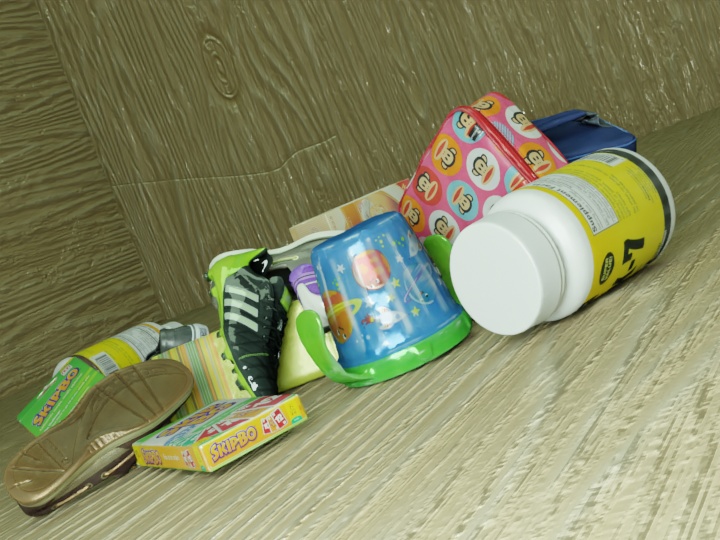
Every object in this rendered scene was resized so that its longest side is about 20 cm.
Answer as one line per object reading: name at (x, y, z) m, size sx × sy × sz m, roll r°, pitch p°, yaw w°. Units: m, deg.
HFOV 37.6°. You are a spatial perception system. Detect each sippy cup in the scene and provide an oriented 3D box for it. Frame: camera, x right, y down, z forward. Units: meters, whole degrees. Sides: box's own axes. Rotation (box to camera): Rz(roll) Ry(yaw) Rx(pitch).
sippy cup at (0.019, 0.020, 0.987) m, size 0.138 × 0.132 × 0.178 m, roll -22°, pitch 6°, yaw 13°

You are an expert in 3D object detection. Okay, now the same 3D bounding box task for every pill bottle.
pill bottle at (-0.325, 0.142, 1.486) m, size 0.108 × 0.111 × 0.199 m, roll -19°, pitch 5°, yaw 42°
pill bottle at (0.173, -0.026, 0.905) m, size 0.199 × 0.116 × 0.114 m, roll -26°, pitch 5°, yaw -39°

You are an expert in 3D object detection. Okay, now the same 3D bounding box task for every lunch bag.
lunch bag at (0.138, -0.066, 1.114) m, size 0.081 × 0.177 × 0.201 m, roll -28°, pitch -20°, yaw -36°
lunch bag at (0.226, -0.109, 1.212) m, size 0.198 × 0.134 × 0.136 m, roll -18°, pitch 31°, yaw -22°

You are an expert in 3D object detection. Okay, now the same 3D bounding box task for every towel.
towel at (-0.120, 0.098, 1.120) m, size 0.198 × 0.087 × 0.018 m, roll -22°, pitch -9°, yaw 6°

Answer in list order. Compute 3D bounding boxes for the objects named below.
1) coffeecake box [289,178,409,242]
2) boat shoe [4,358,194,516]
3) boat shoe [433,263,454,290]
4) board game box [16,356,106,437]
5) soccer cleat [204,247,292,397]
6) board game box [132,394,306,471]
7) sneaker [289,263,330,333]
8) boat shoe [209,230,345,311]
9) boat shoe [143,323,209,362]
coffeecake box at (0.014, -0.022, 1.440) m, size 0.072 × 0.155 × 0.199 m, roll -18°, pitch 6°, yaw 40°
boat shoe at (-0.242, 0.162, 1.008) m, size 0.199 × 0.072 × 0.072 m, roll -40°, pitch -28°, yaw -26°
boat shoe at (0.092, 0.020, 1.103) m, size 0.198 × 0.066 × 0.073 m, roll -20°, pitch 5°, yaw 34°
board game box at (-0.301, 0.155, 1.133) m, size 0.096 × 0.030 × 0.199 m, roll -49°, pitch 35°, yaw -17°
soccer cleat at (-0.104, 0.053, 1.070) m, size 0.080 × 0.068 × 0.201 m, roll -23°, pitch 48°, yaw 2°
board game box at (-0.131, 0.142, 0.926) m, size 0.095 × 0.030 × 0.199 m, roll -25°, pitch 2°, yaw -30°
sneaker at (0.000, 0.000, 1.121) m, size 0.081 × 0.084 × 0.199 m, roll -42°, pitch -13°, yaw 31°
boat shoe at (-0.076, 0.005, 1.214) m, size 0.199 × 0.073 × 0.061 m, roll -10°, pitch 46°, yaw 3°
boat shoe at (-0.226, 0.113, 1.230) m, size 0.056 × 0.070 × 0.200 m, roll 4°, pitch -29°, yaw -22°
